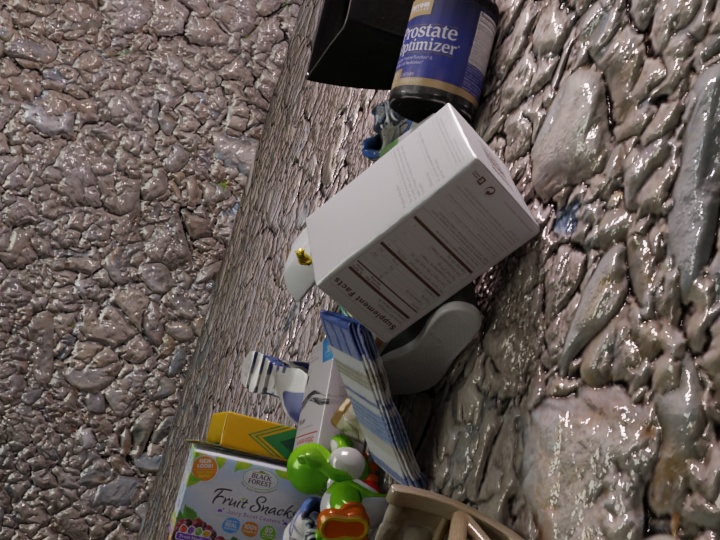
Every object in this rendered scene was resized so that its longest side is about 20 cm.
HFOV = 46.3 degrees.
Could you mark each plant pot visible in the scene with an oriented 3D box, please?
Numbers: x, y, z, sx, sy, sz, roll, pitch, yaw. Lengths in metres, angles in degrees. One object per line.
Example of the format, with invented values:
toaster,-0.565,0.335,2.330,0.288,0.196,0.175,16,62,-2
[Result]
plant pot,0.046,-0.375,1.234,0.199,0.177,0.201,153,130,-68

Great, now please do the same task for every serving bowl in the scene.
serving bowl,-0.055,-0.047,1.306,0.200,0.066,0.200,-49,1,1

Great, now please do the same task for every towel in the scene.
towel,0.011,0.141,0.942,0.201,0.024,0.147,69,165,-8

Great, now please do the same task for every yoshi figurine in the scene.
yoshi figurine,-0.040,0.265,0.990,0.113,0.112,0.200,-52,17,13

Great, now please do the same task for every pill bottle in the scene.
pill bottle,0.111,-0.289,1.057,0.112,0.111,0.201,173,112,-72

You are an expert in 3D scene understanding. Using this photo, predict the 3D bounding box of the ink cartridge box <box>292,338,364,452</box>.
ink cartridge box,-0.038,0.198,1.161,0.116,0.068,0.201,141,141,-63

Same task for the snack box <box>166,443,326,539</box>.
snack box,-0.157,0.336,1.187,0.053,0.199,0.143,-176,101,-74

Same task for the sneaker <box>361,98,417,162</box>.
sneaker,0.061,-0.214,1.196,0.200,0.085,0.077,124,156,-45

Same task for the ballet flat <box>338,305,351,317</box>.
ballet flat,-0.005,0.021,1.238,0.200,0.070,0.071,-118,47,-67

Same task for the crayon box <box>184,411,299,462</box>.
crayon box,-0.147,0.248,1.239,0.126,0.199,0.052,152,132,-67

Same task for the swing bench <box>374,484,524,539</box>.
swing bench,0.060,0.309,0.642,0.200,0.129,0.200,-110,38,-72

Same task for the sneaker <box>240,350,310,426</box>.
sneaker,-0.087,0.181,1.328,0.199,0.115,0.081,24,100,44

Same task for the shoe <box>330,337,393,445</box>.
shoe,0.030,0.135,1.038,0.053,0.070,0.200,45,123,25

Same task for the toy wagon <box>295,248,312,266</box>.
toy wagon,0.021,-0.045,0.978,0.040,0.200,0.155,65,-174,28

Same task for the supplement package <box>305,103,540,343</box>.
supplement package,0.057,-0.045,0.854,0.200,0.117,0.117,-37,36,18

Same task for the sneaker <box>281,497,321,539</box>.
sneaker,-0.056,0.347,1.047,0.085,0.077,0.200,-67,18,8

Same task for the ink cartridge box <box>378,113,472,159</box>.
ink cartridge box,0.073,-0.128,1.119,0.200,0.059,0.104,165,121,-71

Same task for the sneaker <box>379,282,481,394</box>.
sneaker,0.072,0.061,0.943,0.200,0.071,0.099,-52,23,45
